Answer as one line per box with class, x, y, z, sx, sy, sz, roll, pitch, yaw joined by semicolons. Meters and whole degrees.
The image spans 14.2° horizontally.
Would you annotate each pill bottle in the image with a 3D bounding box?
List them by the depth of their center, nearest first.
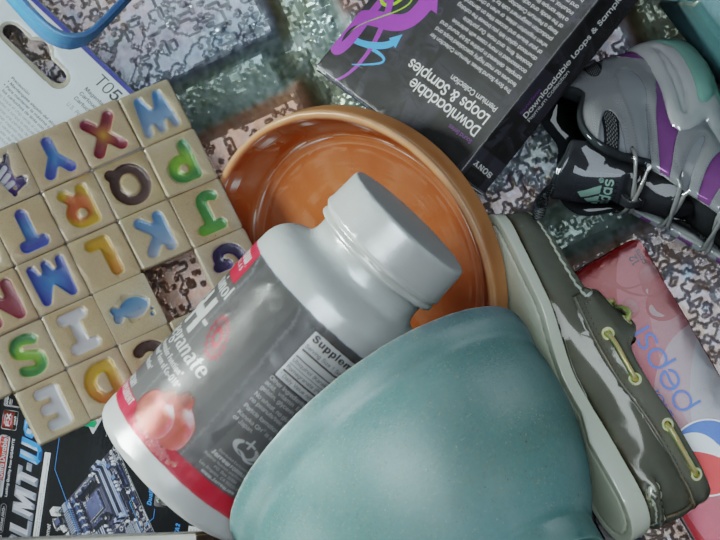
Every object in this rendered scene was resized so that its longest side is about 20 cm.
pill bottle;-0.040;0.045;1.598;0.111;0.111;0.200;44;99;2

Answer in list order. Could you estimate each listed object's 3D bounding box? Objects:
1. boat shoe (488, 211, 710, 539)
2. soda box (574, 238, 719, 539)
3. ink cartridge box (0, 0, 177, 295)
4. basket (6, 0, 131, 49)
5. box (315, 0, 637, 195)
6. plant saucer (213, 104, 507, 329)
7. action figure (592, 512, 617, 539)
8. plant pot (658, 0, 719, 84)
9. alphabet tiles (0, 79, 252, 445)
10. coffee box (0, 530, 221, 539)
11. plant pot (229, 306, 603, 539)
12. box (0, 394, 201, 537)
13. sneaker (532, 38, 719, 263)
boat shoe;0.131;0.053;1.633;0.060;0.072;0.202;-22;78;-16
soda box;0.186;0.081;1.694;0.063;0.070;0.200;-31;88;4
ink cartridge box;-0.245;-0.075;1.702;0.196;0.043;0.200;44;68;13
basket;-0.161;-0.242;1.669;0.176;0.139;0.200;46;60;3
box;0.083;-0.158;1.684;0.200;0.036;0.143;-50;49;0
plant saucer;0.000;0.000;1.677;0.200;0.032;0.201;14;115;31
action figure;0.088;0.174;1.678;0.200;0.069;0.130;-34;44;7
plant pot;0.293;-0.111;1.663;0.141;0.141;0.200;-34;95;1
alphabet tiles;-0.162;-0.001;1.659;0.200;0.008;0.167;-25;83;-19
coffee box;-0.170;0.207;1.640;0.200;0.080;0.113;-3;86;16
plant pot;0.049;0.135;1.570;0.200;0.200;0.134;-40;67;1
box;-0.129;0.146;1.697;0.198;0.050;0.200;7;89;16
sneaker;0.165;-0.042;1.646;0.140;0.078;0.200;-15;50;-25
